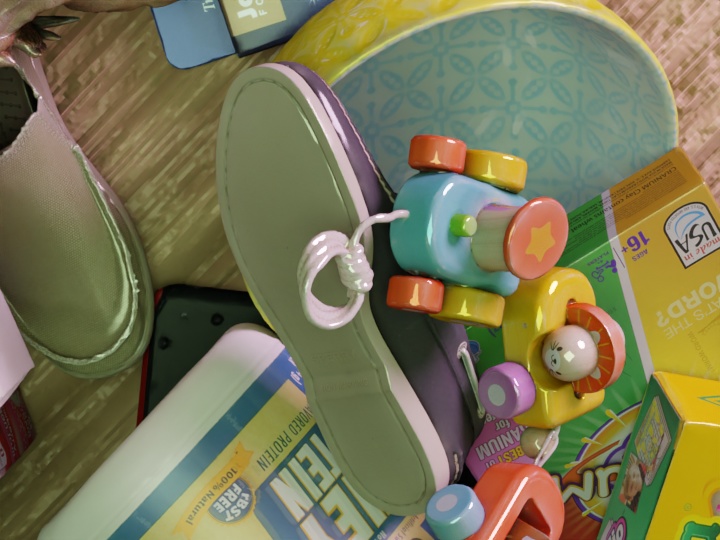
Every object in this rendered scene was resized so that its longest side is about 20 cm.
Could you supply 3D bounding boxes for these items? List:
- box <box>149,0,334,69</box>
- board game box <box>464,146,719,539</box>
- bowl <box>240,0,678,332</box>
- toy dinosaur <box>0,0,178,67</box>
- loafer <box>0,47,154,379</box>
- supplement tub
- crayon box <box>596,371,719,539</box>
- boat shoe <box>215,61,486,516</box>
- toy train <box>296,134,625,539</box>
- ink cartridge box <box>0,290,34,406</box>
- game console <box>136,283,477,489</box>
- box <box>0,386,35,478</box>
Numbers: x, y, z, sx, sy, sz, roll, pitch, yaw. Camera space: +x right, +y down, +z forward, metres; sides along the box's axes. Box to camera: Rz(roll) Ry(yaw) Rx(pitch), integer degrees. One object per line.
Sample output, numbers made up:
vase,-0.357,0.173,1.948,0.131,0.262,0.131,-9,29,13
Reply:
box,-0.010,-0.172,1.338,0.199,0.032,0.121,-18,96,5
board game box,0.124,0.067,1.317,0.153,0.040,0.200,-32,118,3
bowl,0.026,-0.063,1.298,0.200,0.108,0.201,-14,133,-15
toy dinosaur,-0.104,-0.139,1.277,0.135,0.200,0.086,-27,82,45
loafer,-0.158,-0.040,1.339,0.076,0.068,0.200,-26,93,12
supplement tub,-0.025,0.137,1.292,0.200,0.145,0.145,43,97,-1
crayon box,0.184,0.156,1.315,0.172,0.058,0.201,9,111,-18
boat shoe,0.000,0.000,1.215,0.073,0.063,0.200,-2,116,41
toy train,0.055,0.044,1.187,0.056,0.150,0.200,5,133,39
ink cartridge box,-0.243,-0.014,1.240,0.144,0.084,0.200,-23,95,7
game console,-0.007,0.103,1.377,0.199,0.031,0.177,6,94,1
box,-0.228,0.009,1.335,0.095,0.100,0.201,-20,96,6
